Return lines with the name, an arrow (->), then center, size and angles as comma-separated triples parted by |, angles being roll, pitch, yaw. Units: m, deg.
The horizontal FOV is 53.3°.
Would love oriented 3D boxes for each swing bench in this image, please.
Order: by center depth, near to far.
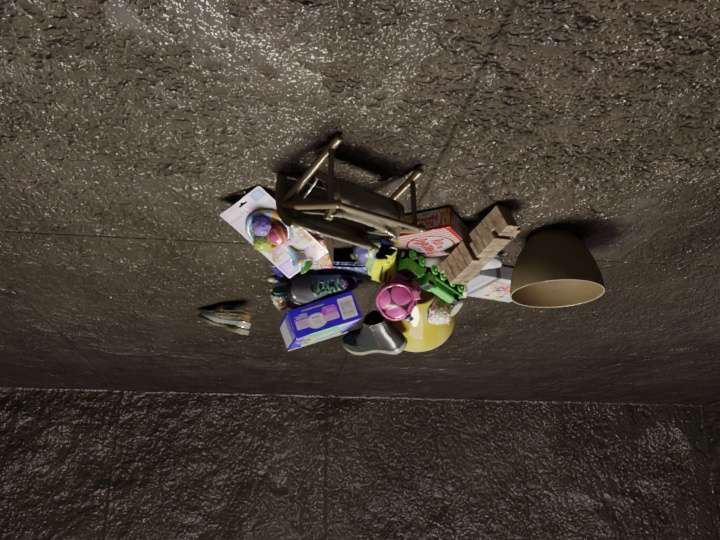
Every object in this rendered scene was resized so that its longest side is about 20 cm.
swing bench -> -0.021, -0.119, 1.279 | 0.198, 0.131, 0.199 | 14, 157, -35

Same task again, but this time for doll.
doll -> -0.163, 0.000, 1.734 | 0.135, 0.049, 0.200 | -11, 160, 3

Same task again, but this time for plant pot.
plant pot -> 0.422, -0.011, 1.568 | 0.198, 0.136, 0.201 | -1, 161, 0
plant pot -> 0.139, 0.079, 1.774 | 0.198, 0.202, 0.143 | -1, 147, 3

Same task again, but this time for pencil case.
pencil case -> 0.090, 0.056, 1.586 | 0.093, 0.091, 0.200 | -28, -176, 9

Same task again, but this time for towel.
towel -> 0.000, 0.000, 1.700 | 0.198, 0.024, 0.145 | 3, 173, 23

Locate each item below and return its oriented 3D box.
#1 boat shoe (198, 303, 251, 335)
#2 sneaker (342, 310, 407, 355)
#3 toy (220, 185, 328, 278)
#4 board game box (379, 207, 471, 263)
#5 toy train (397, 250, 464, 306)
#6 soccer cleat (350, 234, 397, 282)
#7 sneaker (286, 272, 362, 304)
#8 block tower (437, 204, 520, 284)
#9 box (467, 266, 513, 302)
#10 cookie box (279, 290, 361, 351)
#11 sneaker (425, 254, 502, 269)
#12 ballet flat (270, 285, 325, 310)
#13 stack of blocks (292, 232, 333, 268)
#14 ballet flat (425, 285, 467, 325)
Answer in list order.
boat shoe -> -0.389, 0.133, 2.083 | 0.199, 0.069, 0.075 | 13, 176, 35
sneaker -> 0.015, 0.144, 1.747 | 0.199, 0.075, 0.107 | -6, 131, 43
toy -> -0.171, -0.061, 1.414 | 0.115, 0.047, 0.200 | -31, 123, 27
board game box -> 0.124, -0.071, 1.533 | 0.198, 0.047, 0.151 | -10, 159, 26
toy train -> 0.157, 0.020, 1.581 | 0.199, 0.057, 0.042 | 32, 146, -32
soccer cleat -> 0.047, -0.023, 1.504 | 0.083, 0.065, 0.200 | -11, 158, 21
sneaker -> -0.084, 0.032, 1.698 | 0.087, 0.075, 0.199 | -17, 175, 39
block tower -> 0.246, -0.047, 1.483 | 0.054, 0.058, 0.200 | 2, 143, -39
box -> 0.343, 0.032, 1.833 | 0.198, 0.042, 0.156 | 8, 159, -25
cookie box -> -0.102, 0.127, 1.765 | 0.170, 0.076, 0.200 | -17, 170, -15
sneaker -> 0.233, -0.002, 1.670 | 0.198, 0.088, 0.075 | 0, 159, -4
ballet flat -> -0.132, 0.067, 1.849 | 0.198, 0.076, 0.064 | -4, 119, 9
stack of blocks -> -0.125, -0.063, 1.541 | 0.114, 0.059, 0.200 | -1, 160, 5
ballet flat -> 0.216, 0.060, 1.692 | 0.063, 0.201, 0.076 | 14, 137, 22
